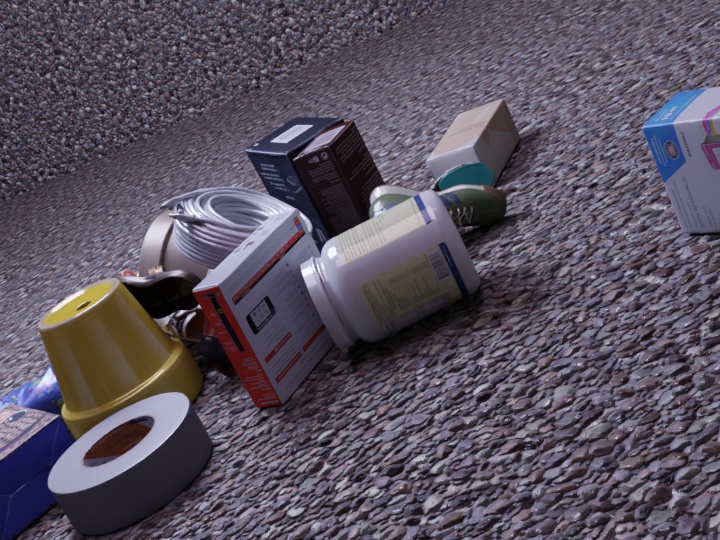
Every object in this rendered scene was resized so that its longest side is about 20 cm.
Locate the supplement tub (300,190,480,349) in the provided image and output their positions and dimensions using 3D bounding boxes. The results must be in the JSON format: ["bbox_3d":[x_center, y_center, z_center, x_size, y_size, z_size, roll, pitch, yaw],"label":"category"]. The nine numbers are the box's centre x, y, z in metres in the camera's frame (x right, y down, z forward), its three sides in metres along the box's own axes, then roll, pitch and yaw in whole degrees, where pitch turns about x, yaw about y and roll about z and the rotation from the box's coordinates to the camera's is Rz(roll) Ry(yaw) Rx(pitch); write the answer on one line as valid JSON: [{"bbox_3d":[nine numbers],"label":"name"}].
[{"bbox_3d":[0.038,0.002,1.521,0.198,0.146,0.145,-26,18,3],"label":"supplement tub"}]

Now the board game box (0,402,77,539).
[{"bbox_3d":[-0.482,0.271,1.614,0.159,0.098,0.199,-39,22,-31],"label":"board game box"}]

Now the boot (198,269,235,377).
[{"bbox_3d":[-0.152,0.081,1.703,0.072,0.146,0.199,5,-2,38],"label":"boot"}]

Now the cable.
[{"bbox_3d":[-0.171,-0.057,1.717,0.198,0.070,0.200,21,22,14],"label":"cable"}]

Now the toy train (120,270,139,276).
[{"bbox_3d":[-0.356,0.074,1.893,0.149,0.200,0.056,-30,63,5],"label":"toy train"}]

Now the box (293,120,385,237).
[{"bbox_3d":[-0.012,-0.112,1.804,0.074,0.201,0.100,-18,20,33],"label":"box"}]

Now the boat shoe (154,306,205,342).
[{"bbox_3d":[-0.255,0.070,1.751,0.198,0.072,0.070,16,16,5],"label":"boat shoe"}]

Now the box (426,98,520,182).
[{"bbox_3d":[0.186,-0.197,1.943,0.094,0.078,0.200,-17,21,28],"label":"box"}]

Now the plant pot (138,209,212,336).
[{"bbox_3d":[-0.219,0.004,1.852,0.172,0.202,0.200,0,28,22],"label":"plant pot"}]

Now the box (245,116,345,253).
[{"bbox_3d":[-0.067,-0.137,1.948,0.117,0.201,0.196,-34,20,-17],"label":"box"}]

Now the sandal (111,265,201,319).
[{"bbox_3d":[-0.279,0.020,1.684,0.199,0.082,0.055,-13,35,48],"label":"sandal"}]

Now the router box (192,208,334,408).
[{"bbox_3d":[-0.108,0.047,1.553,0.048,0.181,0.200,-12,23,37],"label":"router box"}]

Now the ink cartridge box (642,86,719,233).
[{"bbox_3d":[0.429,-0.124,1.304,0.084,0.146,0.199,-38,21,-31],"label":"ink cartridge box"}]

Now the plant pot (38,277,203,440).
[{"bbox_3d":[-0.349,0.124,1.674,0.199,0.190,0.201,-24,19,9],"label":"plant pot"}]

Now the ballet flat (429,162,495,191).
[{"bbox_3d":[0.118,-0.096,1.801,0.199,0.072,0.071,-37,21,-27],"label":"ballet flat"}]

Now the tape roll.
[{"bbox_3d":[-0.285,0.237,1.479,0.198,0.067,0.201,-24,18,8],"label":"tape roll"}]

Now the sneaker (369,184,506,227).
[{"bbox_3d":[0.109,-0.072,1.692,0.197,0.068,0.090,2,38,3],"label":"sneaker"}]

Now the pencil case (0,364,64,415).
[{"bbox_3d":[-0.529,0.220,1.844,0.199,0.079,0.087,-31,41,-14],"label":"pencil case"}]
